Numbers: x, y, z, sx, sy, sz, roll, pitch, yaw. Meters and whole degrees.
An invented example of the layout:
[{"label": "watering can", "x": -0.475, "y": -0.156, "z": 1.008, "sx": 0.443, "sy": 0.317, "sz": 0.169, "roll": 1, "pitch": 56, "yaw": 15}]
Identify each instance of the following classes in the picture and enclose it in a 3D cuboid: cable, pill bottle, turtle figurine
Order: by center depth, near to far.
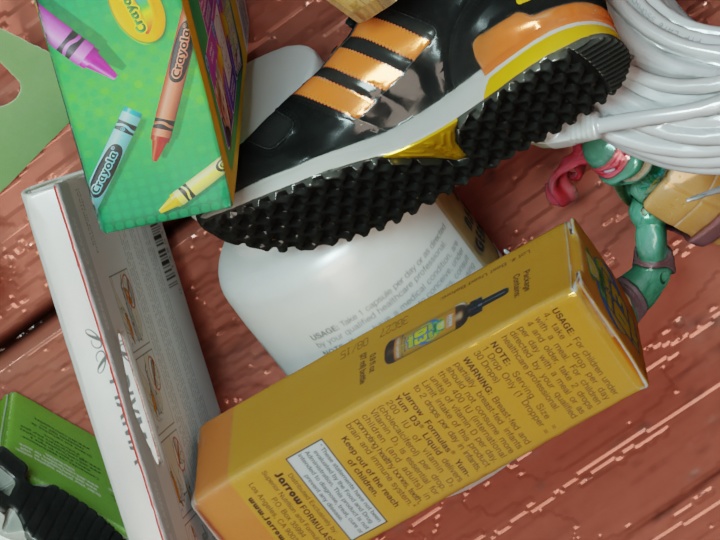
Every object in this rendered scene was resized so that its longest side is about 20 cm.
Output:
[{"label": "cable", "x": 0.159, "y": -0.139, "z": 1.177, "sx": 0.199, "sy": 0.069, "sz": 0.201, "roll": 7, "pitch": 83, "yaw": 23}, {"label": "pill bottle", "x": 0.000, "y": 0.000, "z": 1.269, "sx": 0.114, "sy": 0.115, "sz": 0.200, "roll": -32, "pitch": 114, "yaw": 13}, {"label": "turtle figurine", "x": 0.167, "y": -0.030, "z": 1.270, "sx": 0.199, "sy": 0.101, "sz": 0.150, "roll": 17, "pitch": 134, "yaw": -29}]

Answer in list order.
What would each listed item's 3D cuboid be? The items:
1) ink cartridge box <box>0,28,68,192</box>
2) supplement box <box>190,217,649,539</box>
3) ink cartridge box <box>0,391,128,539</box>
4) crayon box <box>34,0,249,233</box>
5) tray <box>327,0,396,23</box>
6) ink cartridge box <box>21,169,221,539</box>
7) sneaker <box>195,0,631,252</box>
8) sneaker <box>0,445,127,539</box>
[{"label": "ink cartridge box", "x": -0.217, "y": -0.026, "z": 1.247, "sx": 0.200, "sy": 0.048, "sz": 0.145, "roll": -41, "pitch": 147, "yaw": 18}, {"label": "supplement box", "x": 0.025, "y": 0.060, "z": 1.199, "sx": 0.199, "sy": 0.067, "sz": 0.069, "roll": -31, "pitch": 114, "yaw": 17}, {"label": "ink cartridge box", "x": -0.166, "y": 0.184, "z": 1.376, "sx": 0.147, "sy": 0.076, "sz": 0.200, "roll": 31, "pitch": 110, "yaw": -16}, {"label": "crayon box", "x": -0.089, "y": -0.115, "z": 1.159, "sx": 0.058, "sy": 0.200, "sz": 0.119, "roll": -11, "pitch": 116, "yaw": 5}, {"label": "tray", "x": 0.007, "y": -0.211, "z": 1.134, "sx": 0.098, "sy": 0.201, "sz": 0.037, "roll": 35, "pitch": 154, "yaw": -18}, {"label": "ink cartridge box", "x": -0.103, "y": 0.054, "z": 1.224, "sx": 0.043, "sy": 0.174, "sz": 0.201, "roll": -16, "pitch": 94, "yaw": 10}, {"label": "sneaker", "x": 0.014, "y": -0.080, "z": 1.160, "sx": 0.199, "sy": 0.090, "sz": 0.070, "roll": -26, "pitch": 154, "yaw": 20}, {"label": "sneaker", "x": -0.169, "y": 0.141, "z": 1.274, "sx": 0.200, "sy": 0.074, "sz": 0.089, "roll": 41, "pitch": 109, "yaw": -3}]
